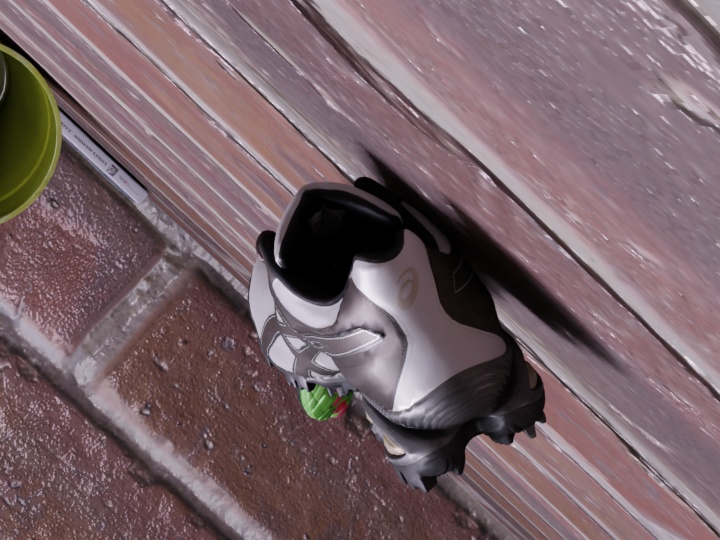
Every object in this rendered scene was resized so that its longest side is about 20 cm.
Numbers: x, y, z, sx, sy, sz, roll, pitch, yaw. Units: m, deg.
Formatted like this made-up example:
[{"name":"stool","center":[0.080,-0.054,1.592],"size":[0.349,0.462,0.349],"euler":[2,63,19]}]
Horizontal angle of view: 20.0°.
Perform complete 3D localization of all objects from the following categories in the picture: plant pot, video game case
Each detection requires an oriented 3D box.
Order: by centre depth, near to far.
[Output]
[{"name":"plant pot","center":[-0.409,-0.168,2.052],"size":[0.200,0.200,0.193],"euler":[44,-173,-26]},{"name":"video game case","center":[-0.351,-0.159,2.575],"size":[0.182,0.023,0.200],"euler":[43,176,-16]}]

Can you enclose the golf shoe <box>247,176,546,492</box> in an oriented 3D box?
[{"name":"golf shoe","center":[0.000,0.000,0.736],"size":[0.095,0.077,0.200],"euler":[63,166,-22]}]

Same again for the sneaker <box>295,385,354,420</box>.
[{"name":"sneaker","center":[-0.046,0.099,2.020],"size":[0.084,0.077,0.200],"euler":[37,174,9]}]
